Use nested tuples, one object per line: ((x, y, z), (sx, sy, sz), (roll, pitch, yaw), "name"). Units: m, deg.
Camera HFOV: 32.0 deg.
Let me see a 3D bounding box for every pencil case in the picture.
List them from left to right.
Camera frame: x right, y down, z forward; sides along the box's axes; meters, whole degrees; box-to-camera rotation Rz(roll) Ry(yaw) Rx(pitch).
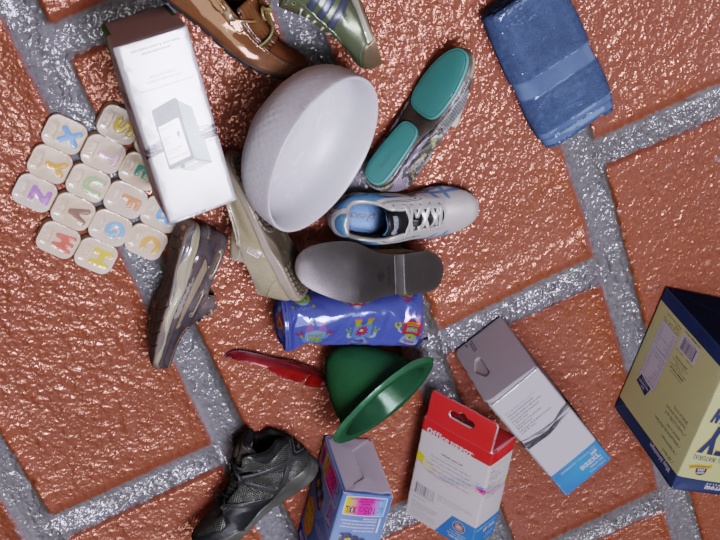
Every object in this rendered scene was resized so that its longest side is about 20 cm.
((-0.014, 0.060, 1.598), (0.197, 0.079, 0.088), (-2, 134, -15), "pencil case")

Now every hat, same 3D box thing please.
((-0.026, 0.110, 1.648), (0.166, 0.176, 0.199), (-49, 162, 23), "hat")

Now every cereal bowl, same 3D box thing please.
((-0.070, -0.151, 1.443), (0.200, 0.083, 0.201), (-44, 155, -27), "cereal bowl")

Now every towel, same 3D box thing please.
((0.228, -0.255, 1.525), (0.111, 0.049, 0.201), (-31, 120, 1), "towel")

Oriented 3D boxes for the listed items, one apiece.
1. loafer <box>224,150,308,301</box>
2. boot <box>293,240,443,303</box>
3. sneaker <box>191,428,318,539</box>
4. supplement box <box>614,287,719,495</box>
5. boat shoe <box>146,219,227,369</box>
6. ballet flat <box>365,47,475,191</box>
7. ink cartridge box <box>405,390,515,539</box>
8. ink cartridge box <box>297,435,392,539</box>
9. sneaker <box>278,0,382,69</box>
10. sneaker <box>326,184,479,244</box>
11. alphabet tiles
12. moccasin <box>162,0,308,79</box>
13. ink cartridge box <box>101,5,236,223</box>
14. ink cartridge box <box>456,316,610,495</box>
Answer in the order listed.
((-0.130, -0.046, 1.508), (0.068, 0.076, 0.202), (-17, 109, 22), "loafer")
((0.000, 0.000, 1.557), (0.198, 0.075, 0.075), (3, 95, -28), "boot")
((-0.163, 0.284, 1.671), (0.199, 0.076, 0.115), (-38, 117, 2), "sneaker")
((0.475, 0.166, 1.713), (0.132, 0.201, 0.202), (10, 114, -18), "supplement box")
((-0.210, 0.036, 1.534), (0.072, 0.075, 0.202), (9, 117, -23), "boat shoe")
((0.081, -0.179, 1.521), (0.072, 0.072, 0.201), (30, 105, -26), "ballet flat")
((0.139, 0.262, 1.710), (0.067, 0.115, 0.203), (-21, 129, -50), "ink cartridge box")
((-0.027, 0.347, 1.701), (0.075, 0.137, 0.202), (7, 113, -16), "ink cartridge box")
((-0.049, -0.310, 1.415), (0.089, 0.067, 0.202), (-22, 117, 2), "sneaker")
((0.057, -0.064, 1.559), (0.197, 0.073, 0.073), (-5, 115, -14), "sneaker")
((-0.299, -0.095, 1.479), (0.194, 0.015, 0.201), (25, 106, -25), "alphabet tiles")
((-0.136, -0.288, 1.400), (0.201, 0.074, 0.078), (38, 110, -19), "moccasin")
((-0.212, -0.173, 1.379), (0.083, 0.146, 0.202), (-19, 115, -10), "ink cartridge box")
((0.231, 0.180, 1.684), (0.083, 0.145, 0.200), (-38, 119, 5), "ink cartridge box")
